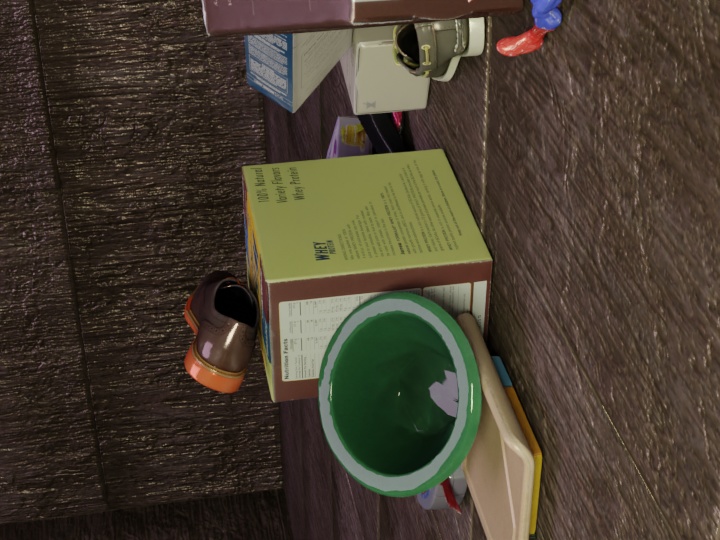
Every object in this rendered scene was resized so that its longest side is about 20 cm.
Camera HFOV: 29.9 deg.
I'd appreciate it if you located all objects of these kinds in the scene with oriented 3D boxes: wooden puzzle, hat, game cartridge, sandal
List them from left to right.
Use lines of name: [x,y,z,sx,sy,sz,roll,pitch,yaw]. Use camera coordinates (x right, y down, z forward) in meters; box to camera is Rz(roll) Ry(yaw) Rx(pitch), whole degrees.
sandal: [0.032,-0.164,1.505,0.075,0.045,0.201,90,157,-66]
game cartridge: [0.077,0.176,1.379,0.200,0.041,0.134,103,165,-75]
hat: [0.074,0.110,1.190,0.200,0.175,0.167,-38,67,34]
wooden puzzle: [0.120,0.163,1.139,0.185,0.037,0.201,-107,9,-55]

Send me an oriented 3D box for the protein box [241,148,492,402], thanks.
protein box: [0.000,0.000,1.257,0.199,0.198,0.136,-108,15,-54]

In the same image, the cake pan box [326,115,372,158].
cake pan box: [-0.020,-0.085,1.757,0.200,0.052,0.186,121,154,-78]

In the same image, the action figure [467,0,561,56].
action figure: [0.096,-0.188,0.849,0.200,0.098,0.066,140,122,-77]

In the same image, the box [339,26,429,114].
box: [0.015,-0.261,1.396,0.095,0.077,0.201,95,167,-48]

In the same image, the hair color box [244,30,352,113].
hair color box: [-0.054,-0.240,1.215,0.100,0.060,0.200,-52,-12,-21]

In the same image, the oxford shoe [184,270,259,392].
oxford shoe: [-0.117,0.037,1.237,0.073,0.071,0.200,-63,17,18]

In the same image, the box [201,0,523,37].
box: [-0.006,-0.265,1.009,0.199,0.165,0.166,8,105,52]

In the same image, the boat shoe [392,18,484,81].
boat shoe: [0.059,-0.207,1.191,0.202,0.060,0.073,-175,79,-81]
